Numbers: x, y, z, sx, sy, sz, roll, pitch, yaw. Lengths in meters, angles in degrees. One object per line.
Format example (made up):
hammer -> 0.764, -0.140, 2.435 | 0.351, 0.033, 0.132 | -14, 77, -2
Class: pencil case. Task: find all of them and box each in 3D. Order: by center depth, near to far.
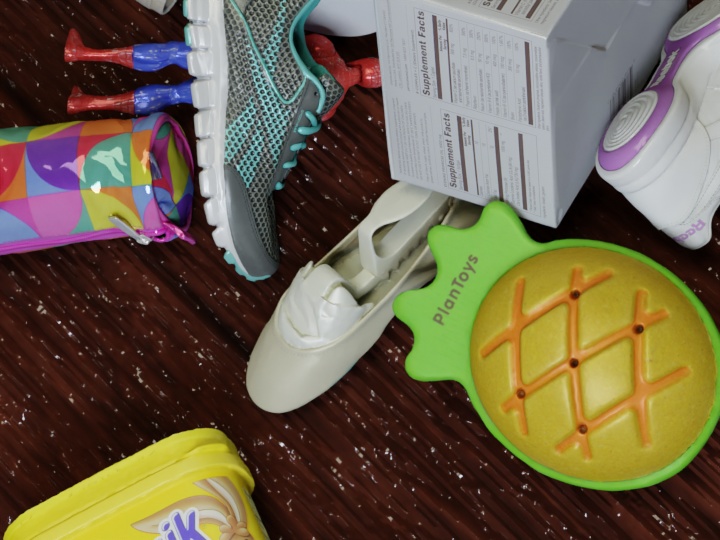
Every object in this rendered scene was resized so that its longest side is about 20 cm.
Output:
pencil case -> -0.201, -0.050, 1.788 | 0.200, 0.088, 0.088 | -5, 65, 16

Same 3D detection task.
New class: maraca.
maraca -> 0.114, 0.044, 1.633 | 0.200, 0.107, 0.137 | 29, 92, 16

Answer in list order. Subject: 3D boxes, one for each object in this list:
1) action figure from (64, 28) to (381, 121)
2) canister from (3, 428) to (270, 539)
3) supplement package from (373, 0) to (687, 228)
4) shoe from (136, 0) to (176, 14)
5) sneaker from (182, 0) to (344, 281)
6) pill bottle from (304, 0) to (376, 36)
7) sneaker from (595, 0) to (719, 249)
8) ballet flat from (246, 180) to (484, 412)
action figure -> -0.082, -0.125, 1.794 | 0.200, 0.065, 0.052 | 2, 25, 3
canister -> -0.102, 0.211, 1.639 | 0.149, 0.087, 0.200 | -28, 64, 3
supplement package -> 0.103, -0.156, 1.672 | 0.111, 0.156, 0.200 | 18, 52, 21
shoe -> -0.083, -0.241, 1.765 | 0.053, 0.070, 0.200 | 47, 112, 11
sneaker -> -0.054, -0.093, 1.732 | 0.091, 0.078, 0.200 | -4, 102, 6
pill bottle -> -0.004, -0.254, 1.804 | 0.111, 0.111, 0.200 | 4, 68, 18
sneaker -> 0.216, -0.097, 1.702 | 0.200, 0.100, 0.075 | -52, 20, -28
ballet flat -> 0.000, 0.000, 1.715 | 0.200, 0.069, 0.069 | -45, 63, -6
